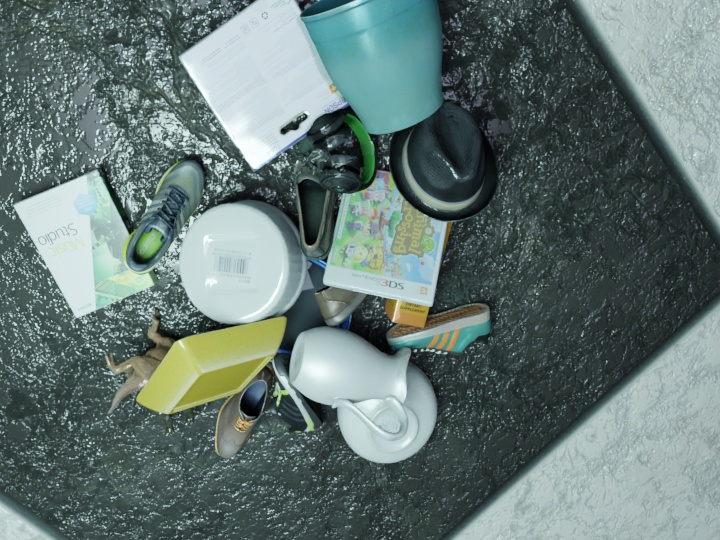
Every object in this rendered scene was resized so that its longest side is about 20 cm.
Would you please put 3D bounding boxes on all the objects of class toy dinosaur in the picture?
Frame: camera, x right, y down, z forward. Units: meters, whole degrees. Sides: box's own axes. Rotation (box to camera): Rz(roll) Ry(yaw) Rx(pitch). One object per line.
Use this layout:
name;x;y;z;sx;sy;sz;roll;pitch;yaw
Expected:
toy dinosaur;-0.325;0.156;0.943;0.133;0.200;0.087;22;137;24
toy dinosaur;-0.320;0.218;0.999;0.194;0.078;0.105;-14;122;1

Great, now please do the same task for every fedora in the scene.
fedora;0.134;-0.183;0.887;0.194;0.092;0.207;1;71;-2

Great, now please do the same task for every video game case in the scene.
video game case;0.046;-0.059;0.921;0.177;0.022;0.206;11;76;8

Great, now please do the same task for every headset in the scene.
headset;-0.029;-0.176;0.851;0.092;0.198;0.127;-10;100;38

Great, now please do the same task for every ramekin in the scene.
ramekin;-0.187;-0.011;0.906;0.194;0.098;0.207;0;92;5

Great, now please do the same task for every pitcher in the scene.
pitcher;-0.013;0.183;0.933;0.195;0.174;0.122;16;131;-18

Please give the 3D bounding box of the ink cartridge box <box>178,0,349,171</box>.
ink cartridge box;-0.143;-0.294;0.888;0.197;0.041;0.203;-32;109;2

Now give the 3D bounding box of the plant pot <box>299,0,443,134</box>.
plant pot;0.036;-0.314;0.835;0.196;0.201;0.191;-24;119;0

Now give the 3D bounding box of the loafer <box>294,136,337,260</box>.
loafer;-0.071;-0.122;0.899;0.070;0.063;0.207;-4;81;4

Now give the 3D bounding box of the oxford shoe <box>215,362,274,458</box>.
oxford shoe;-0.214;0.259;1.027;0.070;0.073;0.204;20;103;-14

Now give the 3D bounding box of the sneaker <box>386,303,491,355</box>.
sneaker;0.145;0.123;1.041;0.194;0.072;0.082;-13;109;-2

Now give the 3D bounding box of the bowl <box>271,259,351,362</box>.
bowl;-0.112;0.066;1.002;0.194;0.039;0.207;-2;107;-7

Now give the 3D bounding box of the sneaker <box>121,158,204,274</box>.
sneaker;-0.301;-0.080;0.895;0.073;0.081;0.204;29;86;-24

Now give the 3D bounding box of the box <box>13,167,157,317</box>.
box;-0.437;-0.042;0.924;0.141;0.036;0.204;-22;110;-2

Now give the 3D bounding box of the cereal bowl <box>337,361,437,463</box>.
cereal bowl;0.055;0.272;1.067;0.194;0.084;0.206;-3;108;-8

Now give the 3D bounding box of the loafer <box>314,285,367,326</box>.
loafer;0.000;0.000;0.953;0.071;0.073;0.200;49;67;-14

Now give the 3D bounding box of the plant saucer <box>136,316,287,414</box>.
plant saucer;-0.225;0.157;0.902;0.200;0.197;0.049;-45;66;38

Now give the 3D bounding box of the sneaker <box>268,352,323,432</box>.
sneaker;-0.128;0.230;1.010;0.081;0.073;0.203;-18;129;4

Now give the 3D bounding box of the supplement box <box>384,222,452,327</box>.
supplement box;0.099;-0.010;0.996;0.065;0.069;0.206;10;102;-12
